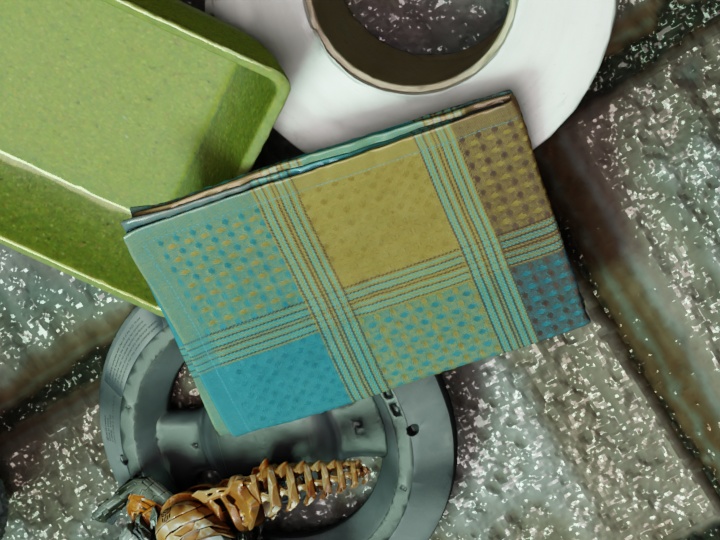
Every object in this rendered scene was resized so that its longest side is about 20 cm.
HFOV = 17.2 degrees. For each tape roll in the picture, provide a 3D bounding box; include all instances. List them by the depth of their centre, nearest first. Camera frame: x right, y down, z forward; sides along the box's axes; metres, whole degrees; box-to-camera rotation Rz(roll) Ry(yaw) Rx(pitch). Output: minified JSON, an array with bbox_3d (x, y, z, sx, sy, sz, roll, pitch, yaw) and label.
[{"bbox_3d":[0.028,-0.146,1.167,0.201,0.071,0.203,3,108,9],"label":"tape roll"}]

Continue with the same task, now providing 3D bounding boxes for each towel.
[{"bbox_3d":[0.000,0.000,1.170,0.199,0.022,0.147,-18,124,5],"label":"towel"}]

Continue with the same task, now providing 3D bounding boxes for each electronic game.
[{"bbox_3d":[-0.045,0.086,1.267,0.199,0.042,0.201,6,113,15],"label":"electronic game"}]

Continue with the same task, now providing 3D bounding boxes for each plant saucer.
[{"bbox_3d":[-0.147,-0.087,1.171,0.199,0.048,0.200,24,139,-6],"label":"plant saucer"}]

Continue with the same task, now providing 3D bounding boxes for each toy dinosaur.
[{"bbox_3d":[-0.077,0.159,1.237,0.136,0.102,0.200,58,139,8],"label":"toy dinosaur"}]

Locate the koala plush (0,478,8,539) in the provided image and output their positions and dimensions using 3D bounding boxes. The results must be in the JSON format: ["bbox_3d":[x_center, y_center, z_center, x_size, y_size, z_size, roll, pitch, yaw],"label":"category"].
[{"bbox_3d":[-0.301,0.114,1.222,0.177,0.184,0.200,-31,108,2],"label":"koala plush"}]
